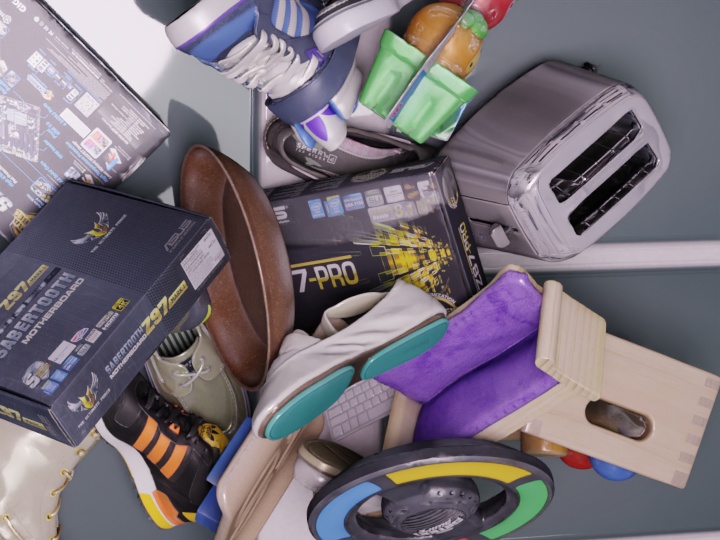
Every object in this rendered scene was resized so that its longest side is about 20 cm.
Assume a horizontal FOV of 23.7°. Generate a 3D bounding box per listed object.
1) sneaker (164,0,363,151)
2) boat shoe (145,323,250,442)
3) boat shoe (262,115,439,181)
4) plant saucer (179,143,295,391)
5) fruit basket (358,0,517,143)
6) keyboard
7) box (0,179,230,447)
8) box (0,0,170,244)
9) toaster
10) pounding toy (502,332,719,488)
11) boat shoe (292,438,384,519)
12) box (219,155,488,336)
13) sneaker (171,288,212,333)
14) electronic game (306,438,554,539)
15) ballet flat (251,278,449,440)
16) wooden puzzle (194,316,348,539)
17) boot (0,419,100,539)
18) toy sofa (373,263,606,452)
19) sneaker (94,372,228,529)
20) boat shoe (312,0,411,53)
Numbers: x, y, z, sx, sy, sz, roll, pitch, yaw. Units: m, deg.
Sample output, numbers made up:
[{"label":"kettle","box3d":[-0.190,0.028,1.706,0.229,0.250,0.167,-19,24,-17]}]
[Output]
[{"label":"sneaker","box3d":[-0.059,-0.157,1.341,0.081,0.200,0.147,-31,92,25]},{"label":"boat shoe","box3d":[-0.155,0.070,1.450,0.072,0.062,0.200,-31,108,-4]},{"label":"boat shoe","box3d":[0.013,-0.084,1.451,0.200,0.057,0.067,16,100,-16]},{"label":"plant saucer","box3d":[-0.094,-0.005,1.357,0.037,0.200,0.201,-14,107,-21]},{"label":"fruit basket","box3d":[0.083,-0.193,1.375,0.094,0.185,0.200,41,94,-3]},{"label":"keyboard","box3d":[0.051,0.083,1.464,0.200,0.056,0.011,-29,141,24]},{"label":"box","box3d":[-0.217,0.026,1.290,0.200,0.158,0.051,-52,138,-28]},{"label":"box","box3d":[-0.277,-0.127,1.381,0.159,0.046,0.200,-45,109,1]},{"label":"toaster","box3d":[0.166,-0.093,1.428,0.200,0.129,0.114,-40,121,-15]},{"label":"pounding toy","box3d":[0.164,0.118,1.484,0.200,0.184,0.142,20,86,-16]},{"label":"boat shoe","box3d":[-0.003,0.196,1.465,0.068,0.075,0.200,-56,146,4]},{"label":"box","box3d":[0.000,0.000,1.425,0.200,0.049,0.161,-8,108,24]},{"label":"sneaker","box3d":[-0.207,0.034,1.368,0.200,0.081,0.074,-7,113,31]},{"label":"electronic game","box3d":[0.056,0.187,1.369,0.200,0.042,0.200,-7,150,-4]},{"label":"ballet flat","box3d":[-0.020,0.063,1.302,0.200,0.069,0.069,-29,111,-35]},{"label":"wooden puzzle","box3d":[-0.079,0.143,1.389,0.046,0.200,0.185,28,63,8]},{"label":"boot","box3d":[-0.258,0.185,1.452,0.155,0.072,0.200,-45,106,-1]},{"label":"toy sofa","box3d":[0.093,0.087,1.356,0.098,0.083,0.200,33,134,-22]},{"label":"sneaker","box3d":[-0.160,0.131,1.434,0.090,0.070,0.200,-12,126,15]},{"label":"boat shoe","box3d":[-0.001,-0.219,1.353,0.069,0.200,0.057,-27,99,22]}]
